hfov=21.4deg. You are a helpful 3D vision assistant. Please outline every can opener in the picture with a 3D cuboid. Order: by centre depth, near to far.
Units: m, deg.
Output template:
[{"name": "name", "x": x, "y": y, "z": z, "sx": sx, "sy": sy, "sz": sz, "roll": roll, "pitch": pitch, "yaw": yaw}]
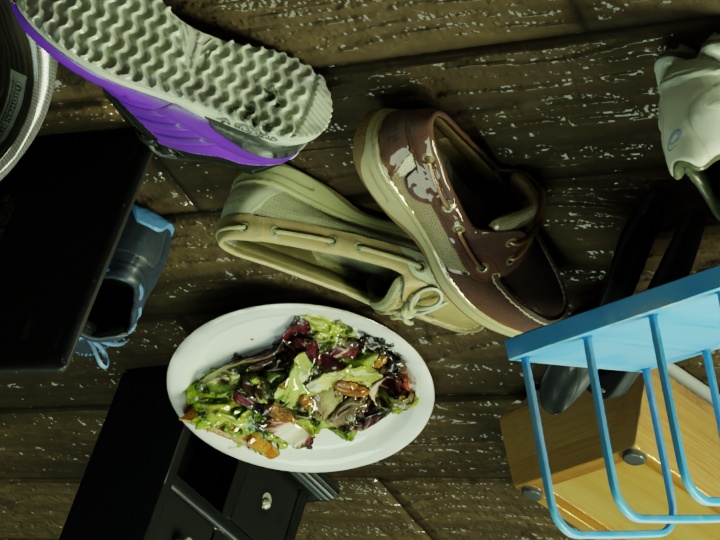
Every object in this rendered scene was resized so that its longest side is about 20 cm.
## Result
[{"name": "can opener", "x": 0.173, "y": 0.022, "z": 1.210, "sx": 0.063, "sy": 0.079, "sz": 0.200, "roll": 26, "pitch": 139, "yaw": 2}]

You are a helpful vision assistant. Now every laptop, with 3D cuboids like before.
[{"name": "laptop", "x": -0.217, "y": 0.018, "z": 1.276, "sx": 0.200, "sy": 0.188, "sz": 0.116, "roll": -3, "pitch": 144, "yaw": 30}]

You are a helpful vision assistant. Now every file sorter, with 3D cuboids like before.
[{"name": "file sorter", "x": 0.209, "y": 0.074, "z": 1.087, "sx": 0.200, "sy": 0.123, "sz": 0.139, "roll": -21, "pitch": 160, "yaw": 40}]

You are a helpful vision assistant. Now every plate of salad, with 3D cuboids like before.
[{"name": "plate of salad", "x": -0.045, "y": 0.097, "z": 1.413, "sx": 0.199, "sy": 0.048, "sz": 0.200, "roll": 3, "pitch": 137, "yaw": 2}]

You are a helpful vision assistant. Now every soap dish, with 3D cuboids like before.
[{"name": "soap dish", "x": 0.217, "y": 0.149, "z": 1.362, "sx": 0.200, "sy": 0.081, "sz": 0.157, "roll": 34, "pitch": 145, "yaw": -23}]

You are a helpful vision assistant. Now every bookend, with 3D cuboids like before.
[{"name": "bookend", "x": -0.130, "y": 0.212, "z": 1.522, "sx": 0.092, "sy": 0.200, "sz": 0.199, "roll": -7, "pitch": 140, "yaw": 35}]

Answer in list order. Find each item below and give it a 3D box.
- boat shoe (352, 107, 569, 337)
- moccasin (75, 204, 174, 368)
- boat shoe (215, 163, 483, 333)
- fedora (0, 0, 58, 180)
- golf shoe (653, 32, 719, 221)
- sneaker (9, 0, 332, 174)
[{"name": "boat shoe", "x": 0.079, "y": -0.029, "z": 1.169, "sx": 0.072, "sy": 0.072, "sz": 0.200, "roll": -11, "pitch": 132, "yaw": 40}, {"name": "moccasin", "x": -0.194, "y": 0.019, "z": 1.378, "sx": 0.080, "sy": 0.068, "sz": 0.200, "roll": 22, "pitch": 149, "yaw": -7}, {"name": "boat shoe", "x": 0.000, "y": -0.001, "z": 1.254, "sx": 0.200, "sy": 0.063, "sz": 0.073, "roll": 29, "pitch": 147, "yaw": -17}, {"name": "fedora", "x": -0.273, "y": -0.134, "z": 1.131, "sx": 0.090, "sy": 0.177, "sz": 0.200, "roll": 32, "pitch": 155, "yaw": 43}, {"name": "golf shoe", "x": 0.228, "y": -0.040, "z": 1.051, "sx": 0.200, "sy": 0.097, "sz": 0.078, "roll": 35, "pitch": 143, "yaw": -28}, {"name": "sneaker", "x": -0.125, "y": -0.110, "z": 1.143, "sx": 0.200, "sy": 0.070, "sz": 0.100, "roll": 27, "pitch": 150, "yaw": -13}]
